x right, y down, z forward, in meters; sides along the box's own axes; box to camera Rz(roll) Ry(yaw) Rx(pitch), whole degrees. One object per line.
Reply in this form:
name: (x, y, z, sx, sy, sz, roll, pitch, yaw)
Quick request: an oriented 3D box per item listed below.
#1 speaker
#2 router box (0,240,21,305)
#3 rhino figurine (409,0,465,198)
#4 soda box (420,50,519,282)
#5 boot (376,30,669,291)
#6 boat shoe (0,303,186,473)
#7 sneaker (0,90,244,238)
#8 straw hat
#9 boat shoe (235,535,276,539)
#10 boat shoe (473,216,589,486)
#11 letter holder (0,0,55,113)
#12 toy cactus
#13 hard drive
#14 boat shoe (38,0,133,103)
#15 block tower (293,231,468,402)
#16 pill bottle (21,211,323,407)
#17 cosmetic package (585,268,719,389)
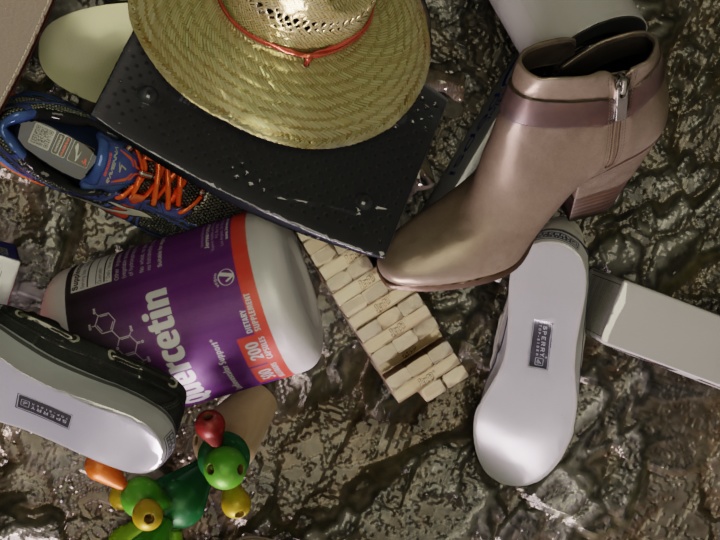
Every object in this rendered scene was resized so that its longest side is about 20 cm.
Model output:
speaker: (0.108, -0.217, 0.899, 0.081, 0.081, 0.201, -24, 69, -4)
router box: (-0.334, 0.044, 0.847, 0.199, 0.049, 0.180, 17, 98, -20)
rhino figurine: (0.027, -0.137, 0.947, 0.087, 0.060, 0.201, 6, 91, -6)
soda box: (0.115, -0.094, 0.961, 0.063, 0.068, 0.201, 31, 90, -9)
boot: (0.100, -0.074, 0.854, 0.199, 0.147, 0.070, -23, 55, -17)
boat shoe: (-0.199, 0.057, 0.832, 0.199, 0.057, 0.069, 28, 130, -5)
sneaker: (-0.160, -0.065, 0.924, 0.199, 0.078, 0.076, 15, 94, -8)
straw hat: (-0.035, -0.176, 0.832, 0.200, 0.085, 0.202, 8, 63, -17)
boat shoe: (-0.006, 0.246, 0.984, 0.199, 0.067, 0.057, 18, 109, -4)
boat shoe: (0.125, 0.057, 0.977, 0.072, 0.066, 0.201, 9, 115, 14)
letter holder: (-0.263, -0.198, 0.889, 0.142, 0.101, 0.201, 22, 92, -11)
toy cactus: (-0.118, 0.137, 0.927, 0.102, 0.200, 0.165, 35, 49, 3)
hard drive: (-0.056, -0.098, 0.870, 0.199, 0.042, 0.135, 26, 69, -9)
boat shoe: (-0.115, -0.151, 0.931, 0.200, 0.063, 0.074, -4, 112, -8)
block tower: (0.000, 0.000, 0.962, 0.054, 0.058, 0.201, -32, 97, -4)
pill bottle: (-0.131, 0.037, 0.911, 0.199, 0.112, 0.113, -18, 97, 6)
cosmetic package: (0.258, 0.058, 0.988, 0.199, 0.083, 0.051, 20, 95, -8)
